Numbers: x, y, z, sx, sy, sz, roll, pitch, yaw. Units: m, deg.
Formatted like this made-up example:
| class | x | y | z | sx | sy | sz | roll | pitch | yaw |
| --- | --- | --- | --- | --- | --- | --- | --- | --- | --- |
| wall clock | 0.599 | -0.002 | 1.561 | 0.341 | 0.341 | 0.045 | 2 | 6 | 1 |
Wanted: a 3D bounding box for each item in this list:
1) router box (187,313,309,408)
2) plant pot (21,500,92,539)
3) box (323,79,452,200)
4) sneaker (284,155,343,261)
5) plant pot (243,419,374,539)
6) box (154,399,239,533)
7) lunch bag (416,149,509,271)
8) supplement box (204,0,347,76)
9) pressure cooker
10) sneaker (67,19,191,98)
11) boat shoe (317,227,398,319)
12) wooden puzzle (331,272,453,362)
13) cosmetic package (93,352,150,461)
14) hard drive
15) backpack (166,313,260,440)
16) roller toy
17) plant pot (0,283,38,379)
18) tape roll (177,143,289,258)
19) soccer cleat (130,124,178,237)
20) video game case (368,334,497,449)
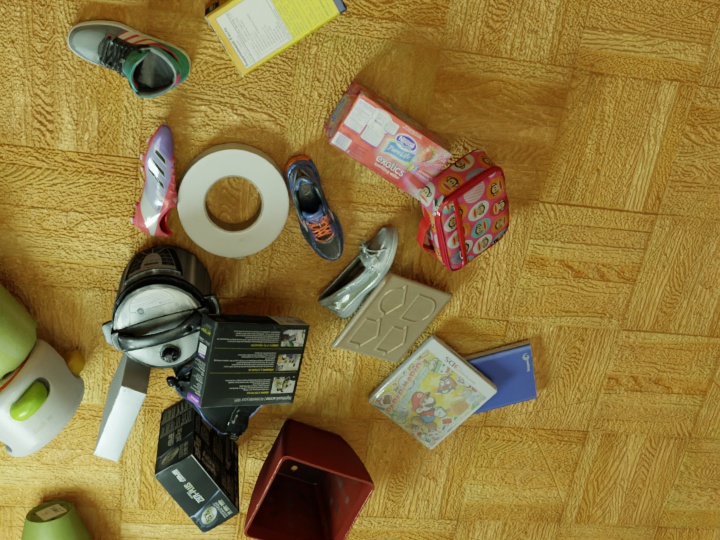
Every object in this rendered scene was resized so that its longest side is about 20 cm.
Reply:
| class | x | y | z | sx | sy | sz | roll | pitch | yaw |
| --- | --- | --- | --- | --- | --- | --- | --- | --- | --- |
| router box | -0.191 | 0.155 | 1.537 | 0.197 | 0.051 | 0.152 | 5 | 102 | -41 |
| plant pot | -0.608 | 0.575 | 1.786 | 0.183 | 0.187 | 0.205 | -6 | 102 | -6 |
| box | 0.046 | -0.224 | 1.528 | 0.198 | 0.095 | 0.103 | 29 | 109 | -21 |
| sneaker | -0.083 | -0.099 | 1.578 | 0.074 | 0.079 | 0.202 | -23 | 117 | 4 |
| plant pot | -0.110 | 0.417 | 1.771 | 0.197 | 0.177 | 0.202 | 21 | 111 | -19 |
| box | -0.308 | 0.364 | 1.700 | 0.085 | 0.201 | 0.165 | -29 | 117 | 6 |
| lunch bag | 0.175 | -0.098 | 1.572 | 0.174 | 0.082 | 0.201 | -33 | 144 | -10 |
| supplement box | -0.135 | -0.414 | 1.399 | 0.198 | 0.110 | 0.110 | -30 | 117 | 6 |
| pressure cooker | -0.341 | 0.069 | 1.551 | 0.177 | 0.201 | 0.177 | 29 | 109 | -20 |
| sneaker | -0.366 | -0.329 | 1.397 | 0.196 | 0.121 | 0.085 | 12 | 114 | -14 |
| boat shoe | -0.001 | 0.000 | 1.644 | 0.064 | 0.075 | 0.203 | 27 | 116 | -25 |
| wooden puzzle | 0.057 | 0.085 | 1.679 | 0.198 | 0.047 | 0.186 | 15 | 122 | -43 |
| cosmetic package | -0.424 | 0.220 | 1.611 | 0.051 | 0.201 | 0.153 | 22 | 112 | -18 |
| hard drive | 0.258 | 0.227 | 1.821 | 0.196 | 0.025 | 0.134 | -14 | 117 | -2 |
| backpack | -0.233 | 0.181 | 1.651 | 0.189 | 0.155 | 0.201 | -33 | 127 | 8 |
| roller toy | -0.594 | 0.231 | 1.602 | 0.180 | 0.202 | 0.140 | -28 | 119 | 20 |
| plant pot | -0.664 | 0.087 | 1.530 | 0.199 | 0.202 | 0.185 | -35 | 127 | 9 |
| tape roll | -0.223 | -0.121 | 1.569 | 0.198 | 0.037 | 0.207 | -4 | 117 | -8 |
| soccer cleat | -0.337 | -0.150 | 1.515 | 0.075 | 0.067 | 0.203 | 22 | 117 | 4 |
| video game case | 0.144 | 0.248 | 1.791 | 0.181 | 0.023 | 0.200 | 38 | 113 | -16 |
